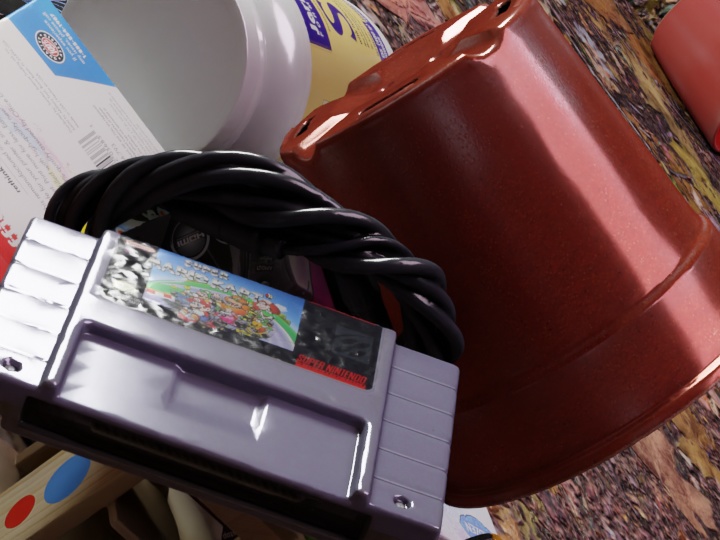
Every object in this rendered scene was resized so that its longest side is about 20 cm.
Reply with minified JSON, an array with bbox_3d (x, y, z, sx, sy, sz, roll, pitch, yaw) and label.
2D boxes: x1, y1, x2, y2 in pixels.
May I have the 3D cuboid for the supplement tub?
[{"bbox_3d":[-0.075,-0.106,1.344,0.146,0.145,0.200,60,18,16],"label":"supplement tub"}]

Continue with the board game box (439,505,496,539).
[{"bbox_3d":[0.000,0.093,1.473,0.200,0.043,0.199,33,28,-51],"label":"board game box"}]

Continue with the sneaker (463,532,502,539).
[{"bbox_3d":[0.064,0.212,1.306,0.078,0.077,0.200,52,-10,30],"label":"sneaker"}]

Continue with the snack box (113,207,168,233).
[{"bbox_3d":[-0.135,-0.019,1.333,0.116,0.037,0.200,62,19,17],"label":"snack box"}]

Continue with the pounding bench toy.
[{"bbox_3d":[-0.080,0.132,1.016,0.124,0.156,0.200,47,20,-26],"label":"pounding bench toy"}]

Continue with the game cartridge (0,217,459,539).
[{"bbox_3d":[-0.058,0.046,0.970,0.200,0.038,0.130,20,34,-5],"label":"game cartridge"}]

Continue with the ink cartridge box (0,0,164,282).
[{"bbox_3d":[-0.188,-0.043,1.148,0.116,0.067,0.200,53,34,-5],"label":"ink cartridge box"}]

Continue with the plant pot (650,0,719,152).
[{"bbox_3d":[0.512,-0.294,3.261,0.177,0.200,0.200,53,16,22],"label":"plant pot"}]

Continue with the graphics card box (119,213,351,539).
[{"bbox_3d":[-0.050,0.058,1.215,0.051,0.125,0.200,7,64,-65],"label":"graphics card box"}]

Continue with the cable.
[{"bbox_3d":[-0.055,0.015,1.085,0.200,0.163,0.051,31,47,-7],"label":"cable"}]

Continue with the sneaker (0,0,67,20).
[{"bbox_3d":[-0.191,-0.124,1.338,0.200,0.070,0.078,16,46,-53],"label":"sneaker"}]

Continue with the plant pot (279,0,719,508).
[{"bbox_3d":[0.071,-0.019,1.166,0.195,0.200,0.201,56,17,-11],"label":"plant pot"}]
